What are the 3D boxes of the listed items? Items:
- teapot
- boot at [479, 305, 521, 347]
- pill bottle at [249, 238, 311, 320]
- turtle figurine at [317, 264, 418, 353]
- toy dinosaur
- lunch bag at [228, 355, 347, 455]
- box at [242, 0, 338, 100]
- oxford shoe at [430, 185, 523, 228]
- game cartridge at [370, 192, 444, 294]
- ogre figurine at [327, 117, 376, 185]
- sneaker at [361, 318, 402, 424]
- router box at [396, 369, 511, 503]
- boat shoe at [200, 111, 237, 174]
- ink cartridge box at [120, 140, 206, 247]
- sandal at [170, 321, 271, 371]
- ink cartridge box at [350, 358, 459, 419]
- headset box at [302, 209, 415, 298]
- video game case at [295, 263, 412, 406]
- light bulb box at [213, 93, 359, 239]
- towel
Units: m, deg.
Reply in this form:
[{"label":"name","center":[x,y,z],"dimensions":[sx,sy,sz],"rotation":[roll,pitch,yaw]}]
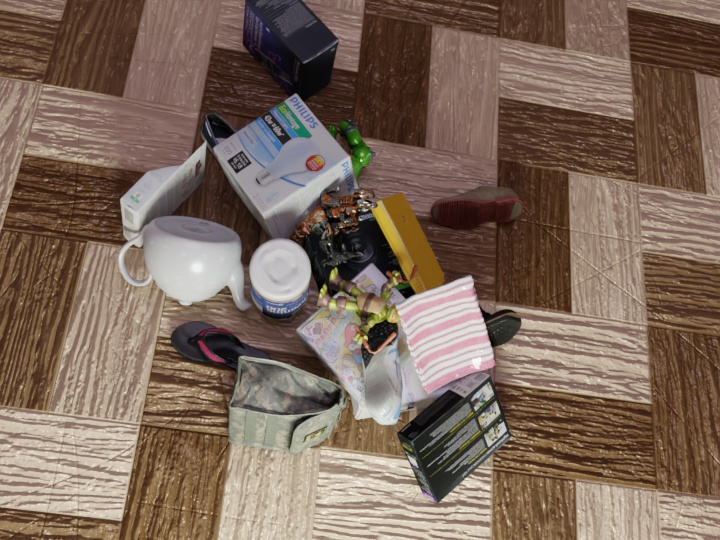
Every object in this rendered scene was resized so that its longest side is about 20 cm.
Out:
[{"label":"teapot","center":[-0.321,-0.009,1.621],"dimensions":[0.195,0.149,0.199],"rotation":[0,21,-42]},{"label":"boot","center":[0.222,0.078,1.648],"dimensions":[0.076,0.199,0.141],"rotation":[19,56,-28]},{"label":"pill bottle","center":[-0.148,0.026,1.598],"dimensions":[0.108,0.200,0.113],"rotation":[2,72,-5]},{"label":"turtle figurine","center":[0.013,0.052,1.564],"dimensions":[0.159,0.065,0.202],"rotation":[22,60,12]},{"label":"toy dinosaur","center":[-0.053,-0.078,1.613],"dimensions":[0.102,0.198,0.138],"rotation":[-21,86,-54]},{"label":"lunch bag","center":[-0.129,0.245,1.528],"dimensions":[0.196,0.165,0.120],"rotation":[10,59,-5]},{"label":"box","center":[-0.152,-0.489,1.863],"dimensions":[0.104,0.149,0.200],"rotation":[-37,76,-23]},{"label":"oxford shoe","center":[0.239,-0.138,1.831],"dimensions":[0.196,0.071,0.075],"rotation":[-2,39,-9]},{"label":"game cartridge","center":[0.095,-0.050,1.685],"dimensions":[0.032,0.176,0.203],"rotation":[-25,91,19]},{"label":"ogre figurine","center":[-0.051,-0.223,1.796],"dimensions":[0.119,0.099,0.199],"rotation":[32,48,25]},{"label":"sneaker","center":[0.041,0.176,1.534],"dimensions":[0.070,0.073,0.203],"rotation":[-9,55,17]},{"label":"router box","center":[0.173,0.297,1.575],"dimensions":[0.199,0.051,0.151],"rotation":[-35,118,-22]},{"label":"boat shoe","center":[-0.255,-0.242,1.781],"dimensions":[0.074,0.062,0.201],"rotation":[-30,75,-23]},{"label":"ink cartridge box","center":[-0.375,-0.155,1.666],"dimensions":[0.050,0.161,0.201],"rotation":[35,65,3]},{"label":"sandal","center":[-0.256,0.142,1.617],"dimensions":[0.196,0.045,0.076],"rotation":[20,64,-1]},{"label":"ink cartridge box","center":[0.073,0.185,1.634],"dimensions":[0.196,0.084,0.148],"rotation":[-8,69,-13]},{"label":"headset box","center":[0.000,0.000,1.700],"dimensions":[0.171,0.093,0.203],"rotation":[-15,70,-15]},{"label":"video game case","center":[0.012,0.113,1.592],"dimensions":[0.199,0.023,0.182],"rotation":[-40,80,-21]},{"label":"light bulb box","center":[-0.140,-0.192,1.666],"dimensions":[0.198,0.125,0.199],"rotation":[-35,63,-10]},{"label":"towel","center":[0.153,0.114,1.530],"dimensions":[0.144,0.203,0.030],"rotation":[-22,31,-3]}]
